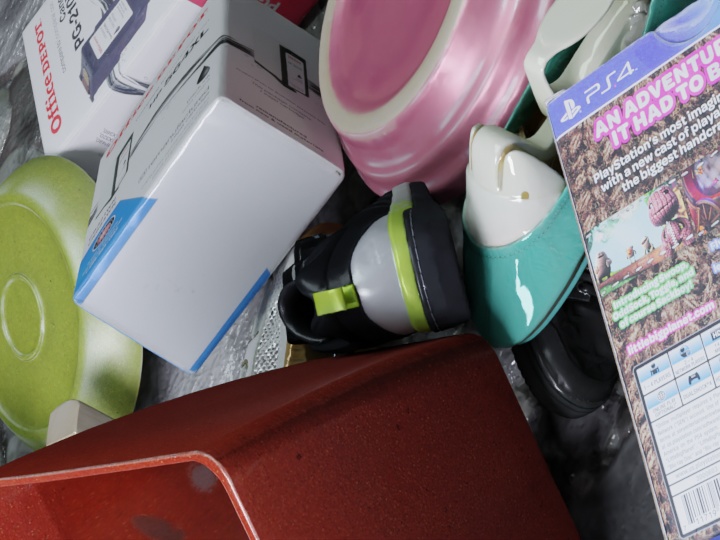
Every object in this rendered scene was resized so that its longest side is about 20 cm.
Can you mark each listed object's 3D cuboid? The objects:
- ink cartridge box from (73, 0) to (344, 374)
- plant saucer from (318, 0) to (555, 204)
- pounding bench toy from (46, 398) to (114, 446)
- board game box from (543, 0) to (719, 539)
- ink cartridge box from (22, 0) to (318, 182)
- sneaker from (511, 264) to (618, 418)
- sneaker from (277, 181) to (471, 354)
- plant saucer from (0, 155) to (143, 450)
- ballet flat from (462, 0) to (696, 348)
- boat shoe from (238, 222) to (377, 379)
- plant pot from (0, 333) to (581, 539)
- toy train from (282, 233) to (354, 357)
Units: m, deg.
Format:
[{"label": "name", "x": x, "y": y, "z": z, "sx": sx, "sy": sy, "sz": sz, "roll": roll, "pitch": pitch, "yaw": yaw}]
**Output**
[{"label": "ink cartridge box", "x": -0.084, "y": -0.058, "z": 1.153, "sx": 0.146, "sy": 0.084, "sz": 0.200, "roll": -53, "pitch": 18, "yaw": 18}, {"label": "plant saucer", "x": 0.037, "y": -0.133, "z": 1.039, "sx": 0.201, "sy": 0.051, "sz": 0.201, "roll": -37, "pitch": 45, "yaw": 49}, {"label": "pounding bench toy", "x": -0.189, "y": 0.191, "z": 1.168, "sx": 0.200, "sy": 0.124, "sz": 0.156, "roll": -52, "pitch": 37, "yaw": 20}, {"label": "board game box", "x": 0.179, "y": -0.009, "z": 0.778, "sx": 0.159, "sy": 0.097, "sz": 0.200, "roll": -34, "pitch": 58, "yaw": 38}, {"label": "ink cartridge box", "x": -0.127, "y": -0.164, "z": 1.323, "sx": 0.200, "sy": 0.084, "sz": 0.145, "roll": -48, "pitch": 39, "yaw": 27}, {"label": "sneaker", "x": 0.123, "y": -0.038, "z": 0.936, "sx": 0.104, "sy": 0.060, "sz": 0.200, "roll": -31, "pitch": 44, "yaw": 47}, {"label": "sneaker", "x": 0.000, "y": 0.000, "z": 0.950, "sx": 0.200, "sy": 0.083, "sz": 0.072, "roll": 106, "pitch": 149, "yaw": -89}, {"label": "plant saucer", "x": -0.202, "y": 0.028, "z": 1.293, "sx": 0.200, "sy": 0.031, "sz": 0.200, "roll": 10, "pitch": 103, "yaw": 52}, {"label": "ballet flat", "x": 0.084, "y": -0.065, "z": 0.894, "sx": 0.067, "sy": 0.070, "sz": 0.200, "roll": 31, "pitch": 95, "yaw": 49}, {"label": "boat shoe", "x": -0.033, "y": 0.077, "z": 1.080, "sx": 0.069, "sy": 0.071, "sz": 0.200, "roll": -24, "pitch": 51, "yaw": 57}, {"label": "plant pot", "x": -0.016, "y": 0.130, "z": 0.888, "sx": 0.176, "sy": 0.200, "sz": 0.200, "roll": -33, "pitch": 13, "yaw": -37}, {"label": "toy train", "x": -0.015, "y": 0.079, "z": 1.026, "sx": 0.034, "sy": 0.046, "sz": 0.200, "roll": 126, "pitch": 140, "yaw": -75}]
